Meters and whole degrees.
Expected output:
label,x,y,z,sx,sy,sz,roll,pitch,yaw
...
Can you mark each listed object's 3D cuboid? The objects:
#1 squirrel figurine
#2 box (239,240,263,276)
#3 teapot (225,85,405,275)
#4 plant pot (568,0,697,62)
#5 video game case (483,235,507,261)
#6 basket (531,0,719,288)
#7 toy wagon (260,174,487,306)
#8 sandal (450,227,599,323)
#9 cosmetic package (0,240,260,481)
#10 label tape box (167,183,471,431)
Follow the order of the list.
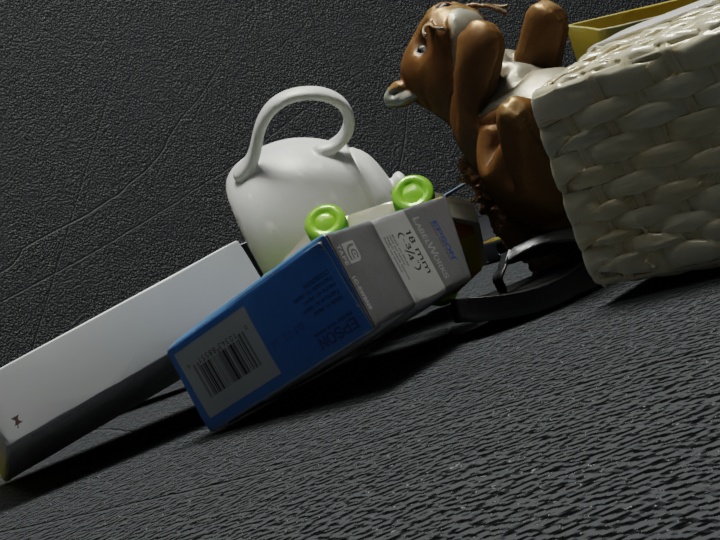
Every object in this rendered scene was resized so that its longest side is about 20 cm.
label,x,y,z,sx,sy,sz,roll,pitch,yaw
squirrel figurine,0.102,-0.100,0.827,0.141,0.201,0.186,-34,45,-23
box,-0.097,0.000,1.621,0.199,0.125,0.197,-20,0,-15
teapot,-0.022,-0.048,1.027,0.145,0.198,0.200,-30,-8,6
plant pot,0.339,-0.186,1.167,0.198,0.178,0.200,-12,13,4
video game case,0.248,-0.059,1.258,0.199,0.026,0.180,-22,4,-35
basket,0.209,-0.081,0.616,0.199,0.137,0.123,-14,11,42
toy wagon,0.000,0.000,0.897,0.198,0.040,0.155,-18,-31,3
sandal,0.139,-0.009,0.744,0.199,0.043,0.076,-21,2,-24
cosmetic package,-0.171,0.066,0.797,0.199,0.052,0.151,-30,-5,-25
label tape box,-0.008,0.019,0.734,0.144,0.064,0.200,-34,-6,32
